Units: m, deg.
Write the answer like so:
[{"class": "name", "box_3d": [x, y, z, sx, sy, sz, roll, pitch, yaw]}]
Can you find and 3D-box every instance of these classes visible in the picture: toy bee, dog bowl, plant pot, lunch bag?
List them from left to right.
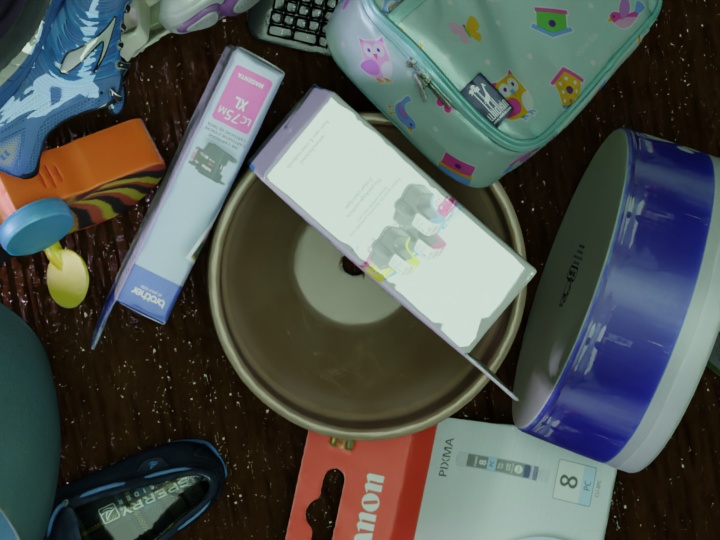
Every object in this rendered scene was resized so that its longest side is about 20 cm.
[{"class": "plant pot", "box_3d": [-0.262, 0.088, 1.591, 0.199, 0.200, 0.135, 34, 55, -9]}, {"class": "toy bee", "box_3d": [-0.225, -0.038, 1.618, 0.198, 0.109, 0.132, 3, 61, -20]}, {"class": "plant pot", "box_3d": [0.000, 0.000, 1.642, 0.199, 0.093, 0.203, -1, 96, -7]}, {"class": "lunch bag", "box_3d": [0.080, -0.159, 1.594, 0.160, 0.077, 0.200, 47, 55, -4]}, {"class": "dog bowl", "box_3d": [0.163, 0.017, 1.608, 0.078, 0.200, 0.202, 19, 94, -5]}]

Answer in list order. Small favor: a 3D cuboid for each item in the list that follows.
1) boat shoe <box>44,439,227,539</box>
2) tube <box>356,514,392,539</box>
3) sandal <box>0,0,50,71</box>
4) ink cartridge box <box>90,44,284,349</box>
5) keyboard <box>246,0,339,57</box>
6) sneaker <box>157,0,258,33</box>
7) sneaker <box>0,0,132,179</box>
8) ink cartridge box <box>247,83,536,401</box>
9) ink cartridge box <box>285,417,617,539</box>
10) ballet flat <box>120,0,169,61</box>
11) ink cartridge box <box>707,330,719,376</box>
[{"class": "boat shoe", "box_3d": [-0.178, 0.165, 1.653, 0.199, 0.069, 0.084, -37, 99, -1]}, {"class": "tube", "box_3d": [0.057, 0.251, 1.704, 0.200, 0.050, 0.078, 39, 83, -5]}, {"class": "sandal", "box_3d": [-0.199, -0.194, 1.515, 0.043, 0.076, 0.201, 36, 65, -32]}, {"class": "ink cartridge box", "box_3d": [-0.107, -0.042, 1.610, 0.042, 0.119, 0.201, 28, 93, -7]}, {"class": "keyboard", "box_3d": [-0.003, -0.234, 1.641, 0.103, 0.040, 0.202, 11, 96, -7]}, {"class": "sneaker", "box_3d": [-0.072, -0.229, 1.585, 0.099, 0.075, 0.201, 36, 70, 0]}, {"class": "sneaker", "box_3d": [-0.167, -0.142, 1.559, 0.089, 0.079, 0.200, 36, 94, -21]}, {"class": "ink cartridge box", "box_3d": [0.032, -0.018, 1.539, 0.200, 0.115, 0.068, 41, 91, -10]}, {"class": "ink cartridge box", "box_3d": [0.055, 0.172, 1.671, 0.198, 0.047, 0.161, 14, 79, -9]}, {"class": "ballet flat", "box_3d": [-0.131, -0.162, 1.620, 0.199, 0.072, 0.072, -37, 99, 1]}, {"class": "ink cartridge box", "box_3d": [0.264, 0.025, 1.619, 0.103, 0.200, 0.060, -27, 99, -2]}]
